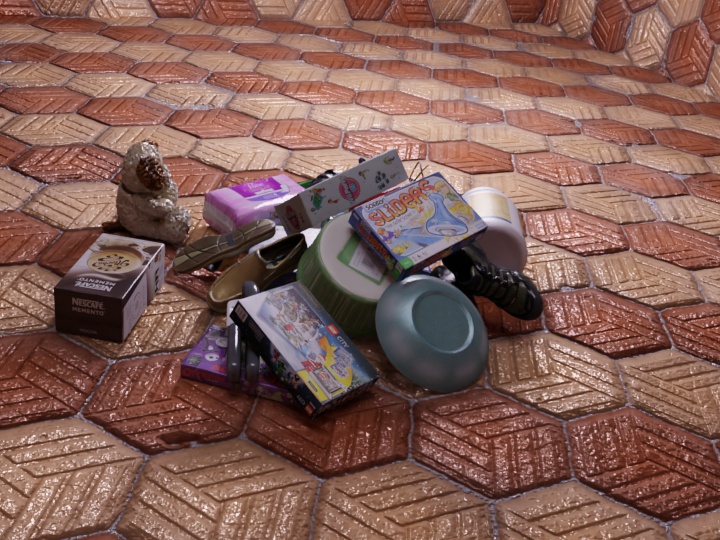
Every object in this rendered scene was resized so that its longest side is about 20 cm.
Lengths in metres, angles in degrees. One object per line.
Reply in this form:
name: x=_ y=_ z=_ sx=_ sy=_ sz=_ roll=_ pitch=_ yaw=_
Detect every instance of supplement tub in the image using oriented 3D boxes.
supplement tub: x=0.239 y=-0.065 z=1.675 sx=0.143 sy=0.146 sz=0.201 roll=8 pitch=27 yaw=1

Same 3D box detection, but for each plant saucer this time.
plant saucer: x=0.120 y=0.087 z=1.362 sx=0.199 sy=0.039 sz=0.203 roll=12 pitch=56 yaw=-19

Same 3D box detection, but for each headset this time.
headset: x=-0.073 y=-0.184 z=1.852 sx=0.197 sy=0.095 sz=0.124 roll=-5 pitch=21 yaw=18

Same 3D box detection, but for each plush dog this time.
plush dog: x=-0.410 y=-0.159 z=1.657 sx=0.158 sy=0.174 sz=0.200 roll=-5 pitch=31 yaw=-22

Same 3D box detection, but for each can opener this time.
can opener: x=-0.174 y=0.085 z=1.314 sx=0.053 sy=0.068 sz=0.201 roll=3 pitch=28 yaw=-9

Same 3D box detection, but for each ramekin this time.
ramekin: x=0.000 y=0.000 z=1.451 sx=0.197 sy=0.098 sz=0.202 roll=11 pitch=55 yaw=-15

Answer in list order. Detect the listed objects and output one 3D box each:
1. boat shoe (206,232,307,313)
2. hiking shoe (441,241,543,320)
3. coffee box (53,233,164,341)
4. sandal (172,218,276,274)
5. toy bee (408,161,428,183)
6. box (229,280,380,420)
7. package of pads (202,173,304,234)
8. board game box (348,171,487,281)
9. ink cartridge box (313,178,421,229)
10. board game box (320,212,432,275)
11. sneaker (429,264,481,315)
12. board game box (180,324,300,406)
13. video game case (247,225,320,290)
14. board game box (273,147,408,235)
boat shoe: x=-0.174 y=-0.006 z=1.471 sx=0.199 sy=0.076 sz=0.072 roll=-38 pitch=74 yaw=-24
hiking shoe: x=0.212 y=0.025 z=1.473 sx=0.199 sy=0.076 sz=0.100 roll=37 pitch=34 yaw=18
coffee box: x=-0.400 y=0.023 z=1.416 sx=0.111 sy=0.081 sz=0.201 roll=9 pitch=27 yaw=2
sandal: x=-0.238 y=-0.032 z=1.559 sx=0.198 sy=0.054 sz=0.081 roll=-21 pitch=33 yaw=-1
toy bee: x=0.129 y=-0.085 z=1.584 sx=0.108 sy=0.202 sz=0.131 roll=23 pitch=-5 yaw=-16
box: x=-0.081 y=0.111 z=1.284 sx=0.200 sy=0.038 sz=0.136 roll=49 pitch=36 yaw=19
package of pads: x=-0.203 y=-0.124 z=1.746 sx=0.199 sy=0.076 sz=0.120 roll=-20 pitch=42 yaw=-38
board game box: x=0.097 y=-0.076 z=1.443 sx=0.199 sy=0.035 sz=0.136 roll=-27 pitch=66 yaw=-35
ink cartridge box: x=0.016 y=-0.125 z=1.736 sx=0.199 sy=0.051 sz=0.160 roll=-11 pitch=9 yaw=44
board game box: x=0.028 y=-0.043 z=1.628 sx=0.198 sy=0.035 sz=0.136 roll=18 pitch=27 yaw=-21
sneaker: x=0.133 y=0.037 z=1.505 sx=0.113 sy=0.077 sz=0.200 roll=26 pitch=26 yaw=-21
board game box: x=-0.155 y=0.141 z=1.316 sx=0.197 sy=0.033 sz=0.120 roll=13 pitch=32 yaw=9
video game case: x=-0.108 y=-0.020 z=1.609 sx=0.197 sy=0.046 sz=0.182 roll=4 pitch=28 yaw=-7
board game box: x=-0.035 y=-0.135 z=1.524 sx=0.198 sy=0.065 sz=0.147 roll=-27 pitch=5 yaw=-22
